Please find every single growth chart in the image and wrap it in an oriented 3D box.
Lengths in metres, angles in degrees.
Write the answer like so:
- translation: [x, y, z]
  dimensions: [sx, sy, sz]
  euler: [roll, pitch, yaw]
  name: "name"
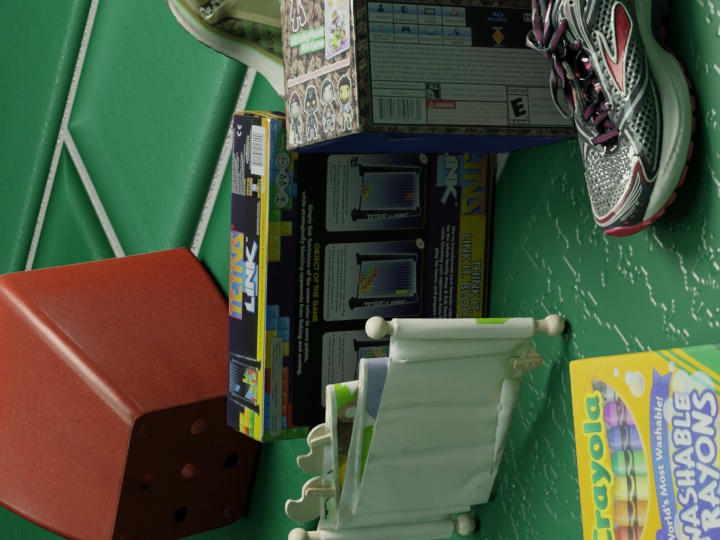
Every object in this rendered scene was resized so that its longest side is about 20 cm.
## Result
- translation: [0.033, 0.104, 1.121]
  dimensions: [0.018, 0.143, 0.201]
  euler: [-108, 29, -50]
  name: "growth chart"

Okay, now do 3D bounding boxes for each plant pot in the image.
- translation: [-0.186, 0.120, 1.481]
  dimensions: [0.176, 0.199, 0.201]
  euler: [36, 124, 39]
  name: "plant pot"

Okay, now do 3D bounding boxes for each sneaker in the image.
- translation: [-0.054, -0.184, 1.248]
  dimensions: [0.089, 0.199, 0.077]
  euler: [-43, 24, 29]
  name: "sneaker"
- translation: [0.130, -0.117, 0.998]
  dimensions: [0.080, 0.074, 0.202]
  euler: [-19, 76, 60]
  name: "sneaker"

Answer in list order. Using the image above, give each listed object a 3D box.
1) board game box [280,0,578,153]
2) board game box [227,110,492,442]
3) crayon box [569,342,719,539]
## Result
- translation: [0.040, -0.174, 1.070]
  dimensions: [0.097, 0.158, 0.202]
  euler: [-7, 85, 61]
  name: "board game box"
- translation: [0.000, 0.000, 1.144]
  dimensions: [0.057, 0.164, 0.202]
  euler: [15, 104, 58]
  name: "board game box"
- translation: [0.174, 0.105, 0.954]
  dimensions: [0.200, 0.051, 0.127]
  euler: [-14, 79, 61]
  name: "crayon box"
